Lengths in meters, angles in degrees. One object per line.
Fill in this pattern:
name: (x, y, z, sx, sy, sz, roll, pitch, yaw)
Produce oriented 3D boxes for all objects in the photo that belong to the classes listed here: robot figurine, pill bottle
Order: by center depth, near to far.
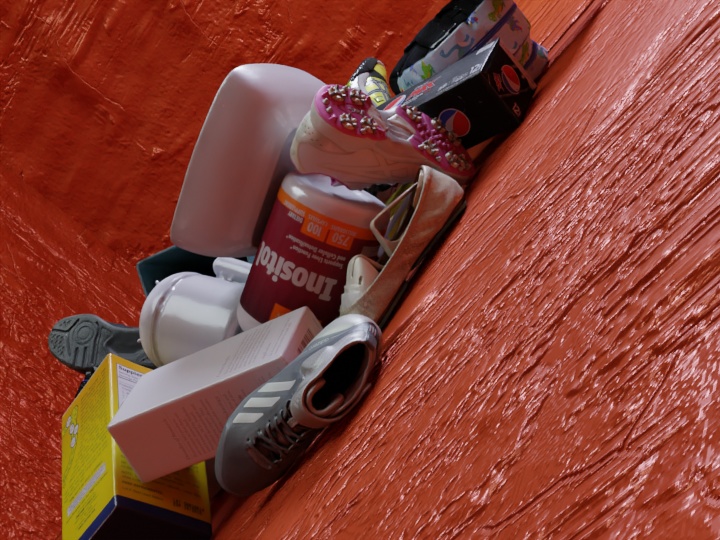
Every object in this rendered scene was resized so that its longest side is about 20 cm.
pill bottle: (-0.054, 0.014, 1.331, 0.113, 0.112, 0.202, -78, 8, -75)
robot figurine: (-0.158, 0.067, 1.474, 0.113, 0.198, 0.171, 46, -116, -54)

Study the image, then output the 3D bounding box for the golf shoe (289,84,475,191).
golf shoe: (0.020, -0.113, 1.308, 0.092, 0.198, 0.076, -47, 42, 34)

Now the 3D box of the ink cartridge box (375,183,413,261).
ink cartridge box: (0.000, 0.000, 1.451, 0.201, 0.047, 0.198, -55, 8, -38)

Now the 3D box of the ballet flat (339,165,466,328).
ballet flat: (0.022, -0.010, 1.260, 0.201, 0.062, 0.067, -55, 10, -16)

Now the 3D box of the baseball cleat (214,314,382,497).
baseball cleat: (-0.059, 0.119, 1.124, 0.201, 0.069, 0.107, -52, 6, 13)

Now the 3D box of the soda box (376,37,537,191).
soda box: (0.079, -0.154, 1.382, 0.199, 0.071, 0.064, -23, 27, 43)

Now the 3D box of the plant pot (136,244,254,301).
plant pot: (-0.146, 0.036, 1.647, 0.140, 0.143, 0.200, -23, -10, 17)

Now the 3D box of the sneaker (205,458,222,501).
sneaker: (-0.144, 0.151, 1.490, 0.073, 0.084, 0.201, -47, 7, 50)

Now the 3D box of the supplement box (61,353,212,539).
supplement box: (-0.226, 0.202, 1.355, 0.110, 0.108, 0.201, -49, 34, 28)

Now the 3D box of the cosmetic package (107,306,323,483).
cosmetic package: (-0.126, 0.116, 1.267, 0.198, 0.075, 0.102, -24, 18, 23)

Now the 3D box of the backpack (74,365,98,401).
backpack: (-0.244, 0.189, 1.587, 0.200, 0.181, 0.136, -22, 49, 65)

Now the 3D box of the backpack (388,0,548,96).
backpack: (0.121, -0.232, 1.471, 0.163, 0.154, 0.200, -38, -8, -5)

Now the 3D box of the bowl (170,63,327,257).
bowl: (-0.088, -0.101, 1.374, 0.199, 0.074, 0.202, -9, -58, -64)

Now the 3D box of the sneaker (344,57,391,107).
sneaker: (0.007, -0.179, 1.552, 0.076, 0.076, 0.201, -54, 9, 30)

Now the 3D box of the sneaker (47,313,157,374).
sneaker: (-0.292, 0.107, 1.721, 0.114, 0.197, 0.077, 56, -141, -65)

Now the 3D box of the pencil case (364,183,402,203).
pencil case: (0.008, -0.108, 1.562, 0.089, 0.079, 0.199, 6, 25, 36)
